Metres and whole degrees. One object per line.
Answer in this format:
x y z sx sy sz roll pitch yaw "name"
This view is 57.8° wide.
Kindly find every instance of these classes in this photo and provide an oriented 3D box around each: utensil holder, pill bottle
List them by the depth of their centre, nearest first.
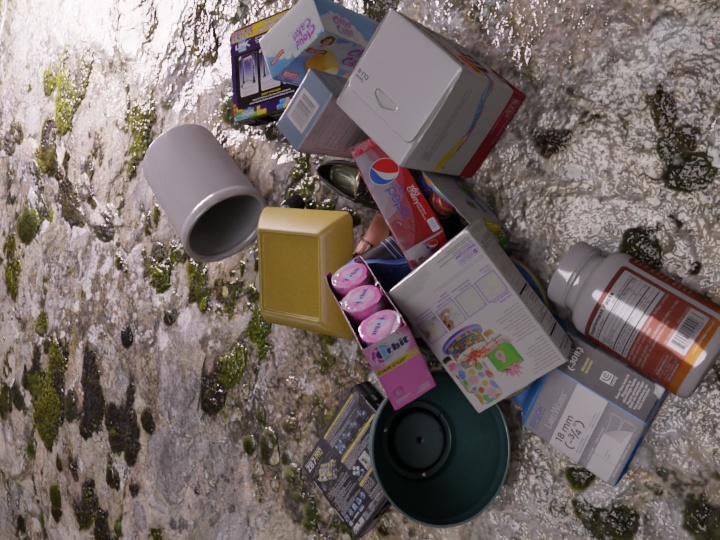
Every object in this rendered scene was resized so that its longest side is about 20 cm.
0.331 0.051 0.785 0.199 0.111 0.114 36 113 30 "pill bottle"
-0.292 -0.147 1.212 0.201 0.168 0.171 52 120 24 "utensil holder"

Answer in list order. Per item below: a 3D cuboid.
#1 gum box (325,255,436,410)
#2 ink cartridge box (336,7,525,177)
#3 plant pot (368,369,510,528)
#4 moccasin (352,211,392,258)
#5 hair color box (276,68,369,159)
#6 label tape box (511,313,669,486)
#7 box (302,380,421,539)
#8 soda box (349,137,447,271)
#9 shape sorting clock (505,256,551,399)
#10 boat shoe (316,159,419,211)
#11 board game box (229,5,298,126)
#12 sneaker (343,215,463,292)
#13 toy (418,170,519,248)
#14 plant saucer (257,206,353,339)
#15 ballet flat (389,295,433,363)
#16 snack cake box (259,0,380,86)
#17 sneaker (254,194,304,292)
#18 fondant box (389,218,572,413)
0.022 0.076 0.894 0.065 0.115 0.201 -29 33 -2 "gum box"
0.098 -0.232 0.889 0.146 0.198 0.146 47 118 24 "ink cartridge box"
0.098 0.248 0.936 0.134 0.196 0.205 137 119 -75 "plant pot"
-0.001 -0.001 1.052 0.074 0.077 0.204 48 120 37 "moccasin"
-0.023 -0.227 0.981 0.061 0.198 0.099 51 119 22 "hair color box"
0.280 0.159 0.859 0.198 0.063 0.147 31 110 31 "label tape box"
0.003 0.315 1.089 0.161 0.049 0.202 43 116 25 "box"
0.055 -0.101 0.934 0.062 0.070 0.202 -28 60 3 "soda box"
0.185 0.080 0.926 0.198 0.039 0.205 -3 86 47 "shape sorting clock"
0.011 -0.133 1.044 0.198 0.065 0.073 23 106 34 "boat shoe"
-0.145 -0.359 1.157 0.197 0.056 0.170 -3 89 38 "board game box"
0.064 -0.026 0.983 0.196 0.071 0.079 -13 43 16 "sneaker"
0.129 -0.097 0.925 0.200 0.114 0.048 48 116 24 "toy"
-0.101 0.004 1.061 0.197 0.048 0.205 7 102 36 "plant saucer"
0.080 0.098 1.011 0.074 0.067 0.205 2 90 27 "ballet flat"
-0.042 -0.333 0.990 0.114 0.198 0.069 -28 77 34 "snack cake box"
-0.109 -0.023 1.148 0.115 0.075 0.203 34 121 23 "sneaker"
0.152 0.060 0.840 0.144 0.058 0.201 -38 87 31 "fondant box"
